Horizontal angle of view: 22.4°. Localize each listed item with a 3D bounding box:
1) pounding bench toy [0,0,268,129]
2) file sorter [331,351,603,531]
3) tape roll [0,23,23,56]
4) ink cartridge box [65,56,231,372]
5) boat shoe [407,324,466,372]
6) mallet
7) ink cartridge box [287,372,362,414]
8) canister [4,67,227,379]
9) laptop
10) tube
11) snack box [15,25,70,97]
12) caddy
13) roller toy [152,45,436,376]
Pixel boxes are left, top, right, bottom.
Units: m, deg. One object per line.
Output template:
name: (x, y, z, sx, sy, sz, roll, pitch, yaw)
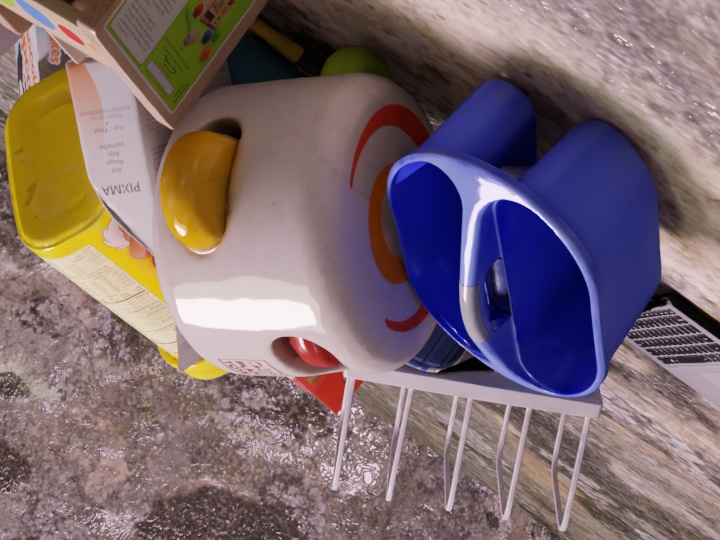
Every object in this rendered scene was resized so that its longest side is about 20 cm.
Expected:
pounding bench toy: (-0.158, -0.201, 0.998, 0.156, 0.124, 0.200, 31, 171, 23)
file sorter: (0.079, 0.117, 1.458, 0.199, 0.125, 0.139, 10, -160, -1)
tape roll: (-0.264, -0.211, 1.094, 0.066, 0.201, 0.200, 31, 171, 28)
ink cartridge box: (-0.120, -0.050, 1.173, 0.050, 0.201, 0.162, -3, -169, 18)
boat shoe: (0.000, 0.000, 1.379, 0.200, 0.072, 0.072, 43, 173, -10)
mallet: (-0.051, -0.148, 1.203, 0.200, 0.041, 0.066, 34, 176, -28)
ink cartridge box: (-0.039, 0.039, 1.541, 0.200, 0.109, 0.050, 43, 173, -35)
canister: (-0.150, -0.031, 1.240, 0.200, 0.086, 0.149, 43, -155, -51)
laptop: (0.183, 0.082, 1.292, 0.200, 0.116, 0.187, 35, 172, -5)
tube: (-0.053, -0.120, 1.247, 0.200, 0.050, 0.077, 37, -173, 12)
snack box: (-0.251, -0.155, 1.458, 0.037, 0.201, 0.116, -5, -176, -19)
caddy: (0.089, -0.009, 1.033, 0.141, 0.105, 0.200, 25, 151, 28)
roller toy: (-0.038, -0.025, 1.114, 0.139, 0.200, 0.183, -2, 116, 27)
